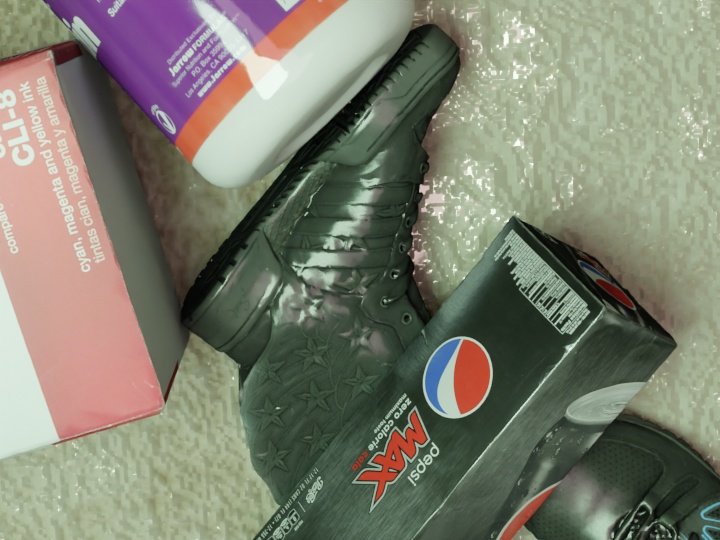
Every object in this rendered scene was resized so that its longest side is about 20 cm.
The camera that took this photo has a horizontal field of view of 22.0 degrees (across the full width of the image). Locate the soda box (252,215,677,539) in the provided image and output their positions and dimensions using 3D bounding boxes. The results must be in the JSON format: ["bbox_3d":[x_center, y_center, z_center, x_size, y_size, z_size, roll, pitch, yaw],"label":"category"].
[{"bbox_3d":[0.038,0.079,0.782,0.200,0.071,0.063,-51,53,13],"label":"soda box"}]

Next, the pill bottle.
[{"bbox_3d":[-0.079,-0.138,0.736,0.112,0.112,0.200,-43,88,6],"label":"pill bottle"}]

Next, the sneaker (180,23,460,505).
[{"bbox_3d":[0.001,0.001,0.799,0.104,0.060,0.200,39,95,-15],"label":"sneaker"}]

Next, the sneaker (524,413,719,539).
[{"bbox_3d":[0.149,0.128,0.811,0.199,0.082,0.074,31,101,-5],"label":"sneaker"}]

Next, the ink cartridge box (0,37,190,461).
[{"bbox_3d":[-0.187,0.003,0.749,0.198,0.145,0.146,-17,100,1],"label":"ink cartridge box"}]
